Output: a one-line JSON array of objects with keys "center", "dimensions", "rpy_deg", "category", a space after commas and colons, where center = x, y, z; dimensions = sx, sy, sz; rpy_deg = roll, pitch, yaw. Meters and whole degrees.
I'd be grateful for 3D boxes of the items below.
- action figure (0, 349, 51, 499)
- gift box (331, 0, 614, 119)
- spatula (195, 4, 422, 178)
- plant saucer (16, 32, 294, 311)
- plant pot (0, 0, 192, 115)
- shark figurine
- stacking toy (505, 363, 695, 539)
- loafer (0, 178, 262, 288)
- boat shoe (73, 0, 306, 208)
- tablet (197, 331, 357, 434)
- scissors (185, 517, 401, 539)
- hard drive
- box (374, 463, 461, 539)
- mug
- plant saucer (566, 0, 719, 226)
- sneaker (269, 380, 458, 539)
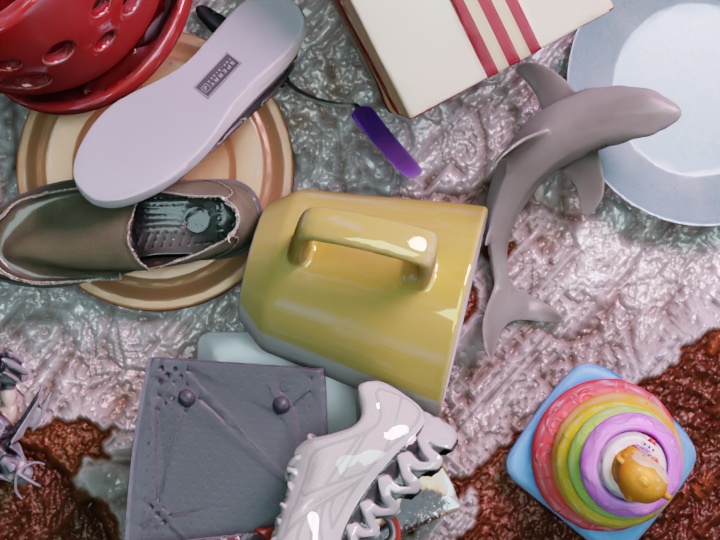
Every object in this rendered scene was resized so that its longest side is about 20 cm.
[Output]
[{"center": [-0.304, 0.093, 1.457], "dimensions": [0.200, 0.069, 0.130], "rpy_deg": [39, 79, -6], "category": "action figure"}, {"center": [0.061, -0.232, 1.427], "dimensions": [0.199, 0.185, 0.188], "rpy_deg": [-30, 99, -6], "category": "gift box"}, {"center": [-0.038, -0.129, 1.485], "dimensions": [0.199, 0.057, 0.021], "rpy_deg": [34, 107, 5], "category": "spatula"}, {"center": [-0.146, -0.072, 1.483], "dimensions": [0.198, 0.032, 0.202], "rpy_deg": [0, 90, -3], "category": "plant saucer"}, {"center": [-0.220, -0.207, 1.385], "dimensions": [0.199, 0.182, 0.202], "rpy_deg": [-7, 70, 21], "category": "plant pot"}, {"center": [0.114, -0.058, 1.456], "dimensions": [0.128, 0.089, 0.215], "rpy_deg": [39, 114, 21], "category": "shark figurine"}, {"center": [0.177, 0.131, 1.410], "dimensions": [0.116, 0.200, 0.110], "rpy_deg": [38, 88, -1], "category": "stacking toy"}, {"center": [-0.166, -0.032, 1.431], "dimensions": [0.198, 0.070, 0.076], "rpy_deg": [-10, 90, -3], "category": "loafer"}, {"center": [-0.111, -0.108, 1.423], "dimensions": [0.200, 0.057, 0.069], "rpy_deg": [-42, 74, -15], "category": "boat shoe"}, {"center": [-0.053, 0.145, 1.493], "dimensions": [0.129, 0.014, 0.202], "rpy_deg": [0, 90, -3], "category": "tablet"}, {"center": [-0.072, 0.176, 1.385], "dimensions": [0.198, 0.014, 0.074], "rpy_deg": [12, 88, -9], "category": "scissors"}, {"center": [-0.091, 0.162, 1.413], "dimensions": [0.134, 0.042, 0.202], "rpy_deg": [4, 88, -3], "category": "hard drive"}, {"center": [-0.034, 0.174, 1.462], "dimensions": [0.199, 0.050, 0.076], "rpy_deg": [-25, 90, -3], "category": "box"}, {"center": [0.001, -0.001, 1.425], "dimensions": [0.152, 0.150, 0.188], "rpy_deg": [14, 131, 4], "category": "mug"}, {"center": [0.244, -0.132, 1.498], "dimensions": [0.199, 0.039, 0.203], "rpy_deg": [0, 90, -2], "category": "plant saucer"}, {"center": [-0.026, 0.159, 1.356], "dimensions": [0.081, 0.075, 0.200], "rpy_deg": [41, 74, 2], "category": "sneaker"}]
